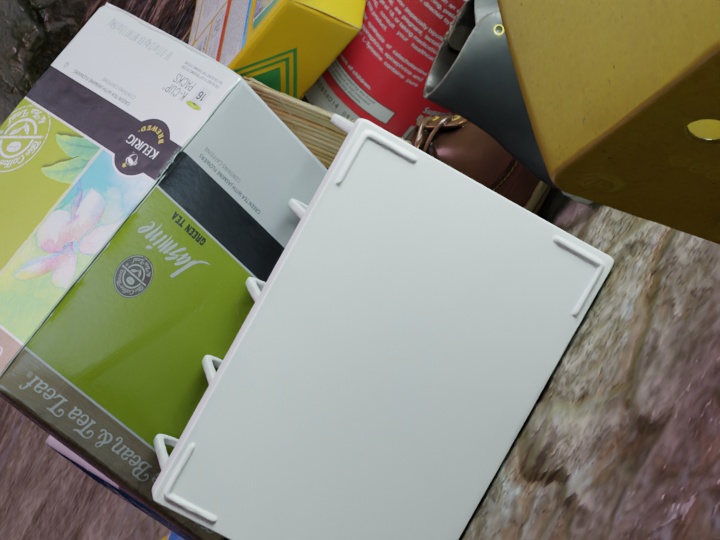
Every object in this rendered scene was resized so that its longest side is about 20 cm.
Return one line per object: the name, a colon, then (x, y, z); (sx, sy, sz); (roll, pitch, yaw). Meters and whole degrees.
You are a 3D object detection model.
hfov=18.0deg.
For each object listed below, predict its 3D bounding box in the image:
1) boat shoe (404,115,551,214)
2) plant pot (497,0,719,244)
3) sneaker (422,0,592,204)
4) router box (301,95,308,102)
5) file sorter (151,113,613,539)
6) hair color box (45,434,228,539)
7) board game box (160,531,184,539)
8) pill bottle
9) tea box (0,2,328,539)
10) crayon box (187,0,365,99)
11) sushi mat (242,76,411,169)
boat shoe: (0.051, -0.050, 1.241); (0.072, 0.068, 0.200); (-66, 15, -17)
plant pot: (0.158, -0.110, 0.772); (0.200, 0.200, 0.177); (-37, 40, 58)
sneaker: (0.119, -0.129, 1.079); (0.200, 0.106, 0.075); (-55, 16, 25)
router box: (-0.079, -0.081, 1.543); (0.200, 0.149, 0.051); (-56, -29, -18)
file sorter: (0.002, 0.041, 1.107); (0.200, 0.139, 0.125); (-61, 12, 3)
hair color box: (-0.097, 0.102, 1.336); (0.100, 0.061, 0.200); (-56, 34, -10)
board game box: (-0.133, 0.240, 1.395); (0.200, 0.040, 0.153); (-40, 26, 56)
pill bottle: (0.055, -0.165, 1.356); (0.200, 0.112, 0.112); (-49, 19, 40)
tea box: (-0.107, 0.006, 1.201); (0.134, 0.200, 0.197); (31, 79, 44)
crayon box: (-0.045, -0.164, 1.367); (0.200, 0.052, 0.126); (-45, 30, 49)
sushi mat: (-0.005, -0.052, 1.265); (0.012, 0.096, 0.200); (-33, 27, -17)
